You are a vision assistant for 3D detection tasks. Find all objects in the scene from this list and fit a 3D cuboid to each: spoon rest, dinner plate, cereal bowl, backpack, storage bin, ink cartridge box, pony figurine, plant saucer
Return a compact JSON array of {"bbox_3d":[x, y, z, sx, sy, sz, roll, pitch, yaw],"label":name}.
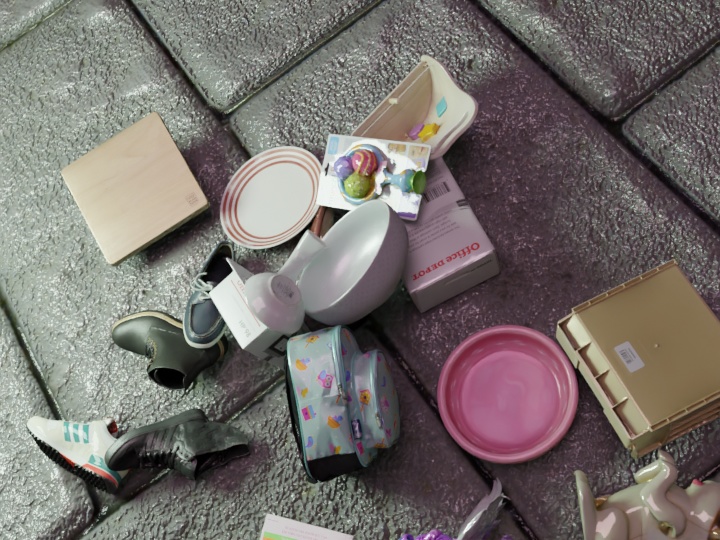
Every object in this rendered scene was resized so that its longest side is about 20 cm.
[{"bbox_3d":[-0.106,0.020,1.349,0.099,0.061,0.201,40,37,-8],"label":"spoon rest"},{"bbox_3d":[-0.147,-0.122,1.595,0.198,0.024,0.202,-10,60,18],"label":"dinner plate"},{"bbox_3d":[0.000,0.000,1.383,0.200,0.083,0.201,-38,28,25],"label":"cereal bowl"},{"bbox_3d":[-0.027,0.175,1.316,0.152,0.176,0.202,-20,83,9],"label":"backpack"},{"bbox_3d":[0.396,0.121,1.277,0.197,0.094,0.201,-25,61,-7],"label":"storage bin"},{"bbox_3d":[0.109,-0.058,1.466,0.145,0.084,0.201,-27,61,3],"label":"ink cartridge box"},{"bbox_3d":[0.150,0.383,1.217,0.193,0.167,0.200,-44,77,0],"label":"pony figurine"},{"bbox_3d":[0.210,0.179,1.341,0.198,0.051,0.203,-7,62,13],"label":"plant saucer"},{"bbox_3d":[-0.150,0.070,1.407,0.067,0.200,0.116,-40,60,6],"label":"ink cartridge box"}]

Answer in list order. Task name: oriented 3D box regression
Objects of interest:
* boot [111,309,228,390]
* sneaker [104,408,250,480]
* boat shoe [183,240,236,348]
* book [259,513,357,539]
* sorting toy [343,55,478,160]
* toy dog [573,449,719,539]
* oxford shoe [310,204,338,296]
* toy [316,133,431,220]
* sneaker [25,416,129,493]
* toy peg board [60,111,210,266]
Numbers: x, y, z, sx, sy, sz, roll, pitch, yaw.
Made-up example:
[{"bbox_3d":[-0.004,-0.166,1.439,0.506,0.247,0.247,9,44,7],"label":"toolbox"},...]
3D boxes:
[{"bbox_3d":[-0.324,0.127,1.463,0.197,0.078,0.138,2,23,18],"label":"boot"},{"bbox_3d":[-0.274,0.273,1.406,0.198,0.060,0.104,-22,49,-23],"label":"sneaker"},{"bbox_3d":[-0.233,0.035,1.493,0.074,0.062,0.201,15,44,0],"label":"boat shoe"},{"bbox_3d":[-0.092,0.454,1.297,0.132,0.048,0.202,9,69,17],"label":"book"},{"bbox_3d":[0.102,-0.231,1.500,0.200,0.107,0.180,-46,31,-8],"label":"sorting toy"},{"bbox_3d":[0.379,0.324,1.175,0.197,0.140,0.196,-9,75,11],"label":"toy dog"},{"bbox_3d":[-0.052,-0.017,1.515,0.073,0.071,0.202,10,61,-11],"label":"oxford shoe"},{"bbox_3d":[0.008,-0.149,1.451,0.198,0.047,0.117,12,91,33],"label":"toy"},{"bbox_3d":[-0.433,0.268,1.480,0.198,0.071,0.094,23,55,25],"label":"sneaker"},{"bbox_3d":[-0.383,-0.133,1.652,0.199,0.098,0.200,-32,76,-1],"label":"toy peg board"}]
